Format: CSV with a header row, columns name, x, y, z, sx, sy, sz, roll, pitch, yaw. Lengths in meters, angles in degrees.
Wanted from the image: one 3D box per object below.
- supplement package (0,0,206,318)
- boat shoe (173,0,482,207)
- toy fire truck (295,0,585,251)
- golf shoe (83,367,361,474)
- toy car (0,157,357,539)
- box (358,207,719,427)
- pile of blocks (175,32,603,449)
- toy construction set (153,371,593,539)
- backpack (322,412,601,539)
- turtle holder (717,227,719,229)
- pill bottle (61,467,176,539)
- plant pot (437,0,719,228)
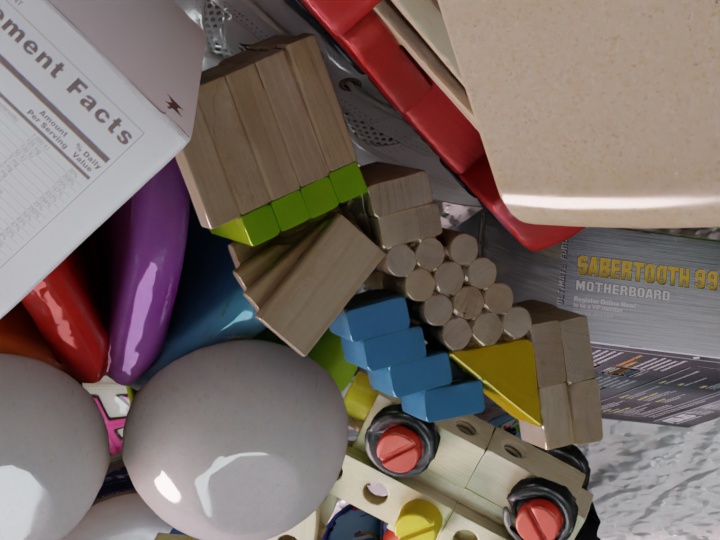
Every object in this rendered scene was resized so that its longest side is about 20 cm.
name,x,y,z,sx,sy,sz,roll,pitch,yaw
supplement package,-0.157,-0.031,0.829,0.200,0.110,0.114,-41,107,14
boat shoe,0.015,-0.080,0.946,0.200,0.071,0.069,17,142,-26
toy fire truck,0.026,-0.072,0.838,0.049,0.141,0.200,-42,118,2
golf shoe,-0.096,0.041,1.141,0.199,0.073,0.092,-1,126,-21
toy car,-0.095,0.005,0.965,0.199,0.175,0.150,-2,123,-11
box,0.097,0.024,1.073,0.158,0.049,0.200,7,169,-11
pile of blocks,0.000,0.000,0.916,0.200,0.082,0.062,45,170,-19
toy construction set,0.024,0.110,1.074,0.199,0.092,0.131,20,119,-11
backpack,0.053,0.167,1.240,0.134,0.183,0.200,-6,145,-3
turtle holder,0.152,-0.078,0.909,0.131,0.141,0.186,-2,-175,3
pill bottle,-0.107,0.149,1.203,0.115,0.116,0.200,6,180,-11
plant pot,0.123,-0.109,0.729,0.177,0.201,0.200,-17,180,33
